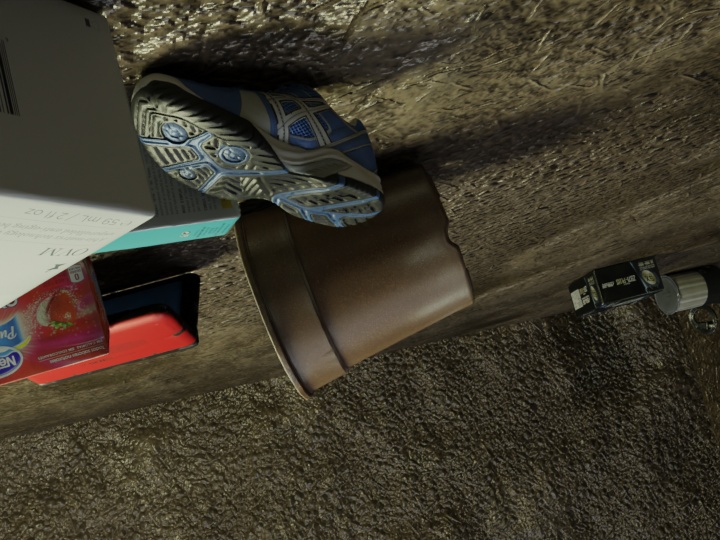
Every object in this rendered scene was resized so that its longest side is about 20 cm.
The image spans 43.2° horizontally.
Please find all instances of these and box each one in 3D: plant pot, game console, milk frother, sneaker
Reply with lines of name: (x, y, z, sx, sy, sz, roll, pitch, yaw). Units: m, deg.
plant pot: (0.000, 0.000, 0.920, 0.196, 0.203, 0.200, -21, 170, 1)
game console: (-0.295, 0.048, 1.046, 0.197, 0.120, 0.173, -15, 158, 3)
milk frother: (0.990, 0.103, 2.741, 0.185, 0.203, 0.180, -10, 173, -17)
sneaker: (-0.069, -0.093, 0.636, 0.198, 0.078, 0.075, 20, 147, -38)

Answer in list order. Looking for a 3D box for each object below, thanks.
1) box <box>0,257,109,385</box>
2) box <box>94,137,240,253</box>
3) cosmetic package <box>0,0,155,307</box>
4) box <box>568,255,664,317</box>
box: (-0.347, 0.055, 0.873, 0.197, 0.097, 0.100, -16, -170, -13)
box: (-0.190, -0.056, 0.634, 0.197, 0.084, 0.049, -9, 170, -24)
cosmetic package: (-0.247, -0.048, 0.439, 0.198, 0.125, 0.198, -24, 165, 29)
box: (0.626, 0.044, 2.247, 0.161, 0.087, 0.200, -13, 169, -9)
